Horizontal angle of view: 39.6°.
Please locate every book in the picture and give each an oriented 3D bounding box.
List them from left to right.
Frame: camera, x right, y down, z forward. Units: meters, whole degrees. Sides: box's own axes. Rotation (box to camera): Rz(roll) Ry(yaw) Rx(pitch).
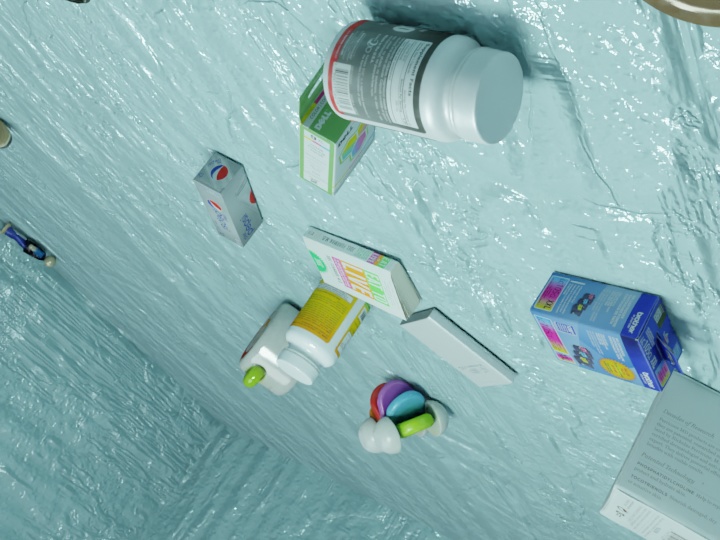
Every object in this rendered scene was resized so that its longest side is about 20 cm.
[{"bbox_3d":[0.000,0.000,1.768,0.200,0.048,0.134,22,153,35],"label":"book"}]

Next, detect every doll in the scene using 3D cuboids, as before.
[{"bbox_3d":[-1.091,-0.077,3.289,0.200,0.049,0.136,41,160,-16],"label":"doll"}]

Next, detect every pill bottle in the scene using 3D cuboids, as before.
[{"bbox_3d":[-0.073,0.113,1.900,0.111,0.200,0.111,30,160,12],"label":"pill bottle"},{"bbox_3d":[0.068,-0.202,1.079,0.200,0.114,0.114,19,156,35],"label":"pill bottle"}]

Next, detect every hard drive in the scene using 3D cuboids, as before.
[{"bbox_3d":[0.178,0.144,1.837,0.200,0.026,0.132,39,160,-12],"label":"hard drive"}]

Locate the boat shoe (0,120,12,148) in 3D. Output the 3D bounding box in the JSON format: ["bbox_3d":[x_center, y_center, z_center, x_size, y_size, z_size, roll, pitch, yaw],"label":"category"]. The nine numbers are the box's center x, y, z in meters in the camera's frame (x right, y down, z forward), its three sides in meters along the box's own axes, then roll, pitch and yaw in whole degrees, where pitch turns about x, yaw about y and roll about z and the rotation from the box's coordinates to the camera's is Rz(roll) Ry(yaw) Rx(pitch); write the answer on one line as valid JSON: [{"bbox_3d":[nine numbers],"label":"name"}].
[{"bbox_3d":[-0.887,-0.332,2.359,0.199,0.072,0.065,21,169,26],"label":"boat shoe"}]

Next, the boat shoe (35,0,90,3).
[{"bbox_3d":[-0.474,-0.425,1.490,0.199,0.068,0.072,21,155,29],"label":"boat shoe"}]

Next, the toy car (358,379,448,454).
[{"bbox_3d":[0.086,0.319,2.240,0.200,0.174,0.151,-22,85,67],"label":"toy car"}]

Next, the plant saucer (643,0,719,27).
[{"bbox_3d":[0.264,-0.259,0.766,0.200,0.030,0.200,29,159,12],"label":"plant saucer"}]

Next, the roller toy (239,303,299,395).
[{"bbox_3d":[-0.168,0.178,2.236,0.140,0.200,0.183,37,-165,-7],"label":"roller toy"}]

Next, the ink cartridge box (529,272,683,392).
[{"bbox_3d":[0.350,0.086,1.363,0.200,0.076,0.137,14,152,41],"label":"ink cartridge box"}]

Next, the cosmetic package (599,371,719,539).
[{"bbox_3d":[0.473,0.292,1.454,0.166,0.200,0.168,27,159,17],"label":"cosmetic package"}]

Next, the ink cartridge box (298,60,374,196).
[{"bbox_3d":[-0.029,-0.189,1.275,0.059,0.104,0.200,30,160,10],"label":"ink cartridge box"}]

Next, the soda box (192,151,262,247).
[{"bbox_3d":[-0.236,-0.125,1.803,0.063,0.068,0.200,28,159,19],"label":"soda box"}]
